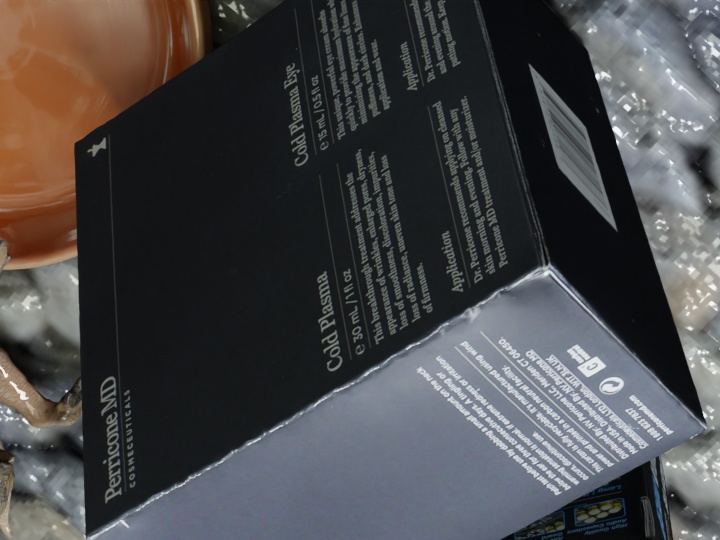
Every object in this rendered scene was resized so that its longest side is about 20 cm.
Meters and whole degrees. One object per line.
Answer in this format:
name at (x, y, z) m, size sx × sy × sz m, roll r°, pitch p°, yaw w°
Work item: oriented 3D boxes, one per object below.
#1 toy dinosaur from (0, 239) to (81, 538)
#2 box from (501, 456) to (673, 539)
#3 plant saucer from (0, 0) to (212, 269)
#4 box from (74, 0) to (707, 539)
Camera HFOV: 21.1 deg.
toy dinosaur at (-0.201, 0.038, 0.817) m, size 0.135 × 0.086 × 0.200 m, roll 14°, pitch 155°, yaw 25°
box at (0.021, 0.116, 0.748) m, size 0.200 × 0.159 × 0.046 m, roll -16°, pitch 112°, yaw 10°
plant saucer at (-0.156, -0.098, 0.788) m, size 0.200 × 0.032 × 0.201 m, roll 5°, pitch 113°, yaw 12°
box at (0.000, 0.000, 0.686) m, size 0.182 × 0.200 × 0.104 m, roll -30°, pitch 132°, yaw 21°
